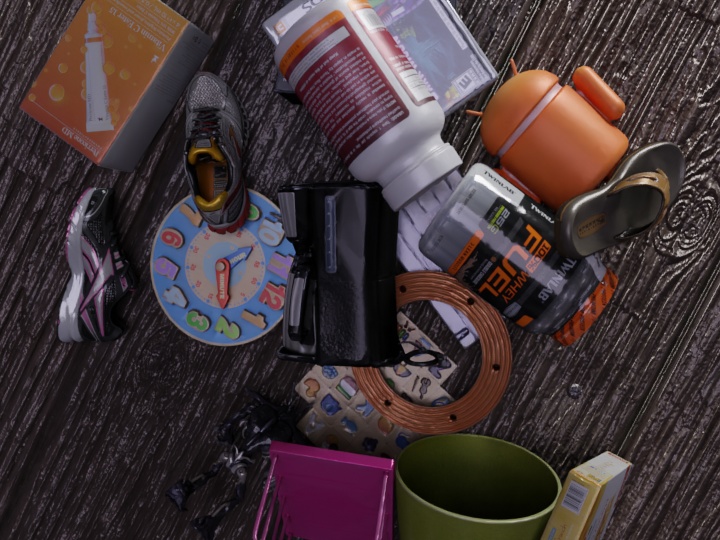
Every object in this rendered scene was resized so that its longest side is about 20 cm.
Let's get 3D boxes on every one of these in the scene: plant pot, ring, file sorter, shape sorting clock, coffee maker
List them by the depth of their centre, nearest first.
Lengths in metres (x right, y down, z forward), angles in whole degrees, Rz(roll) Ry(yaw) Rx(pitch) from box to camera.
[{"bbox_3d":[-0.039,0.308,0.864,0.138,0.126,0.201,7,136,8],"label":"file sorter"},{"bbox_3d":[0.000,0.000,0.874,0.190,0.135,0.202,1,96,-5],"label":"coffee maker"},{"bbox_3d":[0.123,0.322,0.884,0.185,0.187,0.202,6,105,6],"label":"plant pot"},{"bbox_3d":[0.083,0.099,0.925,0.198,0.019,0.203,2,99,16],"label":"ring"},{"bbox_3d":[-0.170,-0.006,0.963,0.198,0.039,0.202,0,92,6],"label":"shape sorting clock"}]

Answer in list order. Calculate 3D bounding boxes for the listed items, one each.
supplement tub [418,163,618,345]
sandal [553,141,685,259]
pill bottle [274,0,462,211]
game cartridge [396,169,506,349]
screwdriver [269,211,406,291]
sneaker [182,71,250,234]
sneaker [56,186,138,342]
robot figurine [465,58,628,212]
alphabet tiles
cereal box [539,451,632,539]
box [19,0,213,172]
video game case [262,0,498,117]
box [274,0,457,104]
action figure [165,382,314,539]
[{"bbox_3d":[0.173,-0.015,0.850,0.199,0.123,0.123,36,96,4],"label":"supplement tub"},{"bbox_3d":[0.279,-0.071,0.794,0.199,0.054,0.082,-26,107,-28],"label":"sandal"},{"bbox_3d":[0.011,-0.165,0.774,0.113,0.113,0.201,-35,89,7],"label":"pill bottle"},{"bbox_3d":[0.117,-0.023,0.933,0.129,0.038,0.201,-36,88,2],"label":"game cartridge"},{"bbox_3d":[-0.024,-0.021,0.947,0.199,0.029,0.028,31,98,3],"label":"screwdriver"},{"bbox_3d":[-0.174,-0.150,0.926,0.077,0.082,0.202,-12,75,3],"label":"sneaker"},{"bbox_3d":[-0.320,-0.004,0.971,0.085,0.080,0.202,9,101,-6],"label":"sneaker"},{"bbox_3d":[0.220,-0.146,0.875,0.200,0.117,0.144,42,141,3],"label":"robot figurine"},{"bbox_3d":[0.019,0.158,0.964,0.166,0.006,0.200,43,96,3],"label":"alphabet tiles"},{"bbox_3d":[0.242,0.280,0.850,0.039,0.200,0.145,24,96,29],"label":"cereal box"},{"bbox_3d":[-0.293,-0.240,0.938,0.124,0.097,0.201,35,96,4],"label":"box"},{"bbox_3d":[0.020,-0.237,0.836,0.181,0.023,0.201,-34,90,8],"label":"video game case"},{"bbox_3d":[0.012,-0.284,0.898,0.198,0.104,0.184,6,95,6],"label":"box"},{"bbox_3d":[-0.139,0.227,0.942,0.119,0.102,0.200,43,70,11],"label":"action figure"}]
